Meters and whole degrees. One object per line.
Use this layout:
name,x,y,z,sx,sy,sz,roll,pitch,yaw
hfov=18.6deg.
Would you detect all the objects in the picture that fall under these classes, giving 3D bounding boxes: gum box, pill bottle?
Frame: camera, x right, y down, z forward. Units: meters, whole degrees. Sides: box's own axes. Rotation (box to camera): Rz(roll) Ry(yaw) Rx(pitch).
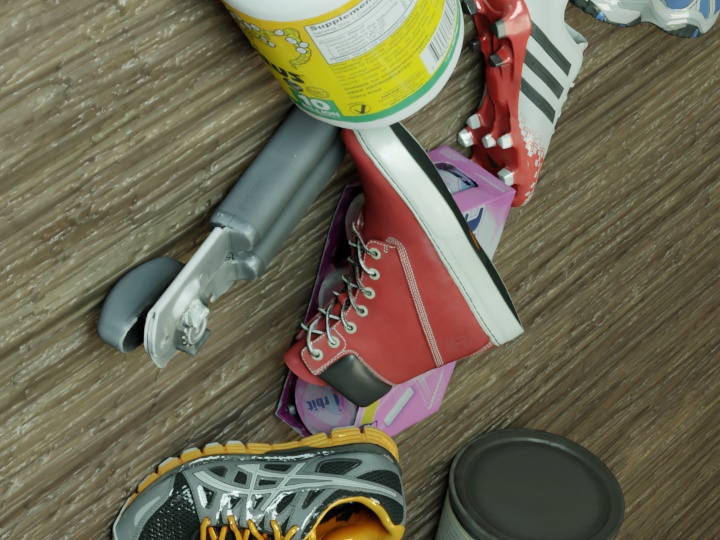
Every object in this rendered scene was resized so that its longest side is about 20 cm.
gum box,0.024,0.018,1.482,0.113,0.066,0.201,-24,140,-49
pill bottle,-0.021,-0.163,1.151,0.113,0.112,0.200,-52,154,-7

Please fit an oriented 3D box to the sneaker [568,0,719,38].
sneaker,0.209,-0.212,1.528,0.200,0.076,0.077,-10,133,-58

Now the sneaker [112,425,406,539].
sneaker,-0.062,0.157,1.425,0.198,0.077,0.079,-14,137,-11

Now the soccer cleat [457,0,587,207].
soccer cleat,0.114,-0.124,1.473,0.085,0.069,0.201,-27,139,-21

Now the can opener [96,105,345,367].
can opener,-0.082,-0.028,1.284,0.200,0.066,0.054,-55,157,-33

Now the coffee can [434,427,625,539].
coffee can,0.127,0.254,1.837,0.146,0.146,0.201,-31,145,-41

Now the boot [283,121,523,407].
boot,0.000,0.000,1.348,0.143,0.073,0.201,-26,129,7
